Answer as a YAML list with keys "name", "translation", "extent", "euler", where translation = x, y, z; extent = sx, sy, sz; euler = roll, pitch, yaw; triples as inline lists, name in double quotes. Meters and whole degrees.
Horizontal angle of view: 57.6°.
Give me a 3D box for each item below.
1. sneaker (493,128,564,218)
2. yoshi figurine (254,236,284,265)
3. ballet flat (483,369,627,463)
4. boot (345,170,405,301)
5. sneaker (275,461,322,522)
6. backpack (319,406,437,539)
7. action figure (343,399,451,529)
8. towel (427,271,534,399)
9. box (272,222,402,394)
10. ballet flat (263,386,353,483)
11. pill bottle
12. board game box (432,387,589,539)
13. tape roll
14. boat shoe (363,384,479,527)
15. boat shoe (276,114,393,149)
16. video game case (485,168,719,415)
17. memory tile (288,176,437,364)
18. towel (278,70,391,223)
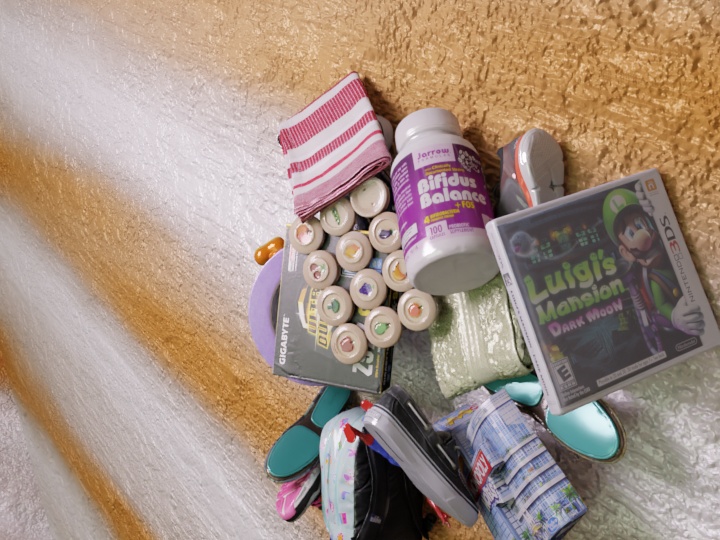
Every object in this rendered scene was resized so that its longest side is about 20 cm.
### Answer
- name: "sneaker"
  translation: [0.191, -0.052, 0.743]
  extent: [0.081, 0.076, 0.205]
  euler: [-2, 90, 59]
- name: "yoshi figurine"
  translation: [-0.101, 0.056, 1.034]
  extent: [0.202, 0.111, 0.113]
  euler: [55, 147, 18]
- name: "ballet flat"
  translation: [0.223, 0.150, 0.741]
  extent: [0.199, 0.070, 0.072]
  euler: [27, 118, 48]
- name: "boot"
  translation: [0.039, -0.051, 0.890]
  extent: [0.090, 0.072, 0.202]
  euler: [-40, 81, 22]
- name: "sneaker"
  translation: [-0.060, 0.334, 0.999]
  extent: [0.073, 0.200, 0.088]
  euler: [-34, 89, 18]
- name: "backpack"
  translation: [0.014, 0.299, 0.931]
  extent: [0.125, 0.165, 0.205]
  euler: [-6, 86, 45]
- name: "action figure"
  translation: [0.074, 0.253, 0.842]
  extent: [0.066, 0.199, 0.099]
  euler: [-50, 30, 2]
- name: "towel"
  translation: [0.133, 0.042, 0.793]
  extent: [0.147, 0.036, 0.204]
  euler: [-31, 58, 43]
- name: "box"
  translation: [-0.030, 0.047, 0.859]
  extent: [0.156, 0.049, 0.205]
  euler: [7, 93, 18]
- name: "ballet flat"
  translation: [-0.075, 0.254, 0.989]
  extent: [0.073, 0.200, 0.075]
  euler: [23, 134, 26]
- name: "pill bottle"
  translation: [0.094, -0.085, 0.765]
  extent: [0.112, 0.110, 0.204]
  euler: [-37, 52, 43]
- name: "board game box"
  translation: [0.163, 0.235, 0.780]
  extent: [0.201, 0.061, 0.202]
  euler: [56, 163, 31]
- name: "tape roll"
  translation: [-0.057, 0.058, 0.934]
  extent: [0.195, 0.066, 0.206]
  euler: [0, 91, 8]
- name: "boat shoe"
  translation: [0.088, 0.221, 0.780]
  extent: [0.201, 0.071, 0.072]
  euler: [52, 158, -17]
- name: "boat shoe"
  translation: [-0.043, -0.183, 0.941]
  extent: [0.197, 0.066, 0.075]
  euler: [2, 101, 45]
- name: "video game case"
  translation: [0.234, 0.014, 0.621]
  extent: [0.023, 0.196, 0.186]
  euler: [141, 110, -72]
- name: "memory tile"
  translation: [0.000, 0.000, 0.814]
  extent: [0.151, 0.017, 0.204]
  euler: [-26, 80, 18]
- name: "towel"
  translation: [-0.041, -0.171, 0.864]
  extent: [0.142, 0.023, 0.203]
  euler: [-31, 46, 17]
